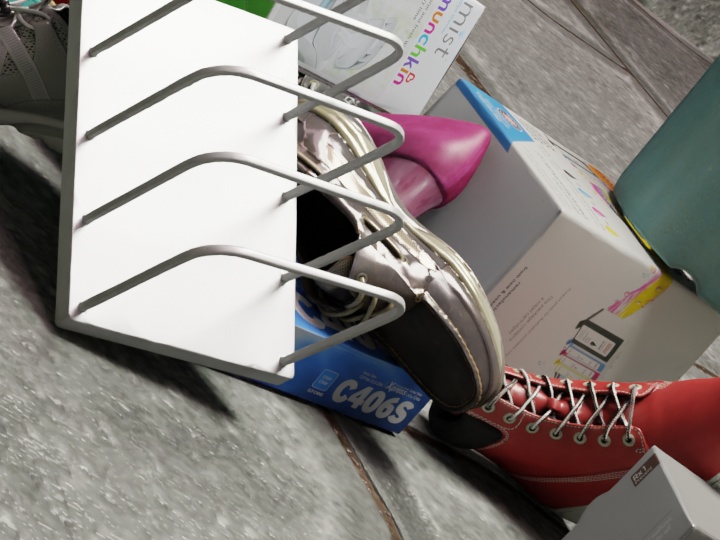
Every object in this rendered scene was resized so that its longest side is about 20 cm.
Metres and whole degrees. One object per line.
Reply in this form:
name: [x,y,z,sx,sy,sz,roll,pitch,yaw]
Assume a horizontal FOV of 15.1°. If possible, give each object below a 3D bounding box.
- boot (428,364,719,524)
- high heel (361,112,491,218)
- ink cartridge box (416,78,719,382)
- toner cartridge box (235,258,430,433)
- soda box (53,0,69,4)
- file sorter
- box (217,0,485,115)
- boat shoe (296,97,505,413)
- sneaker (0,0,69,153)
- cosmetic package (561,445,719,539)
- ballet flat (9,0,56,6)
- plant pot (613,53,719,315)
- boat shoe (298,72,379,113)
boot: [0.134,0.083,1.570,0.144,0.200,0.073,33,57,-28]
high heel: [-0.010,-0.081,1.716,0.200,0.096,0.068,30,-30,40]
ink cartridge box: [0.108,0.005,1.751,0.200,0.145,0.147,29,19,-45]
toner cartridge box: [-0.045,0.024,1.511,0.200,0.043,0.095,23,23,-50]
soda box: [-0.219,-0.214,1.704,0.200,0.063,0.070,27,21,-45]
file sorter: [-0.058,-0.067,1.360,0.138,0.124,0.201,17,62,-36]
box: [-0.053,-0.194,1.708,0.200,0.097,0.176,39,11,38]
boat shoe: [0.000,0.000,1.500,0.073,0.074,0.200,-32,83,-44]
sneaker: [-0.188,-0.119,1.433,0.199,0.082,0.075,15,25,-21]
cosmetic package: [0.208,0.199,1.538,0.200,0.107,0.090,31,19,-29]
ballet flat: [-0.239,-0.155,1.493,0.200,0.069,0.063,27,7,-47]
plant pot: [0.280,-0.070,1.736,0.200,0.196,0.200,40,15,-13]
boat shoe: [-0.030,-0.107,1.900,0.071,0.072,0.200,12,22,-46]
